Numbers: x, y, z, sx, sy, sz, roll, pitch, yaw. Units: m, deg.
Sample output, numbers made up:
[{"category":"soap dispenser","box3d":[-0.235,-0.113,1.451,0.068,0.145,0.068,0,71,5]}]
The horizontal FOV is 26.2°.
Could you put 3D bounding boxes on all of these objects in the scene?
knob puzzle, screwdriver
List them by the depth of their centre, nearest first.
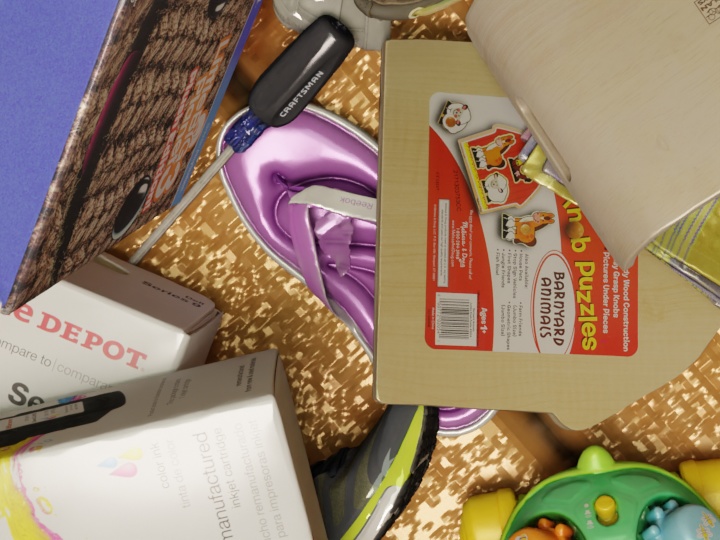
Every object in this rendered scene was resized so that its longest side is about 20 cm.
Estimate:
[{"category":"knob puzzle","box3d":[0.104,-0.020,0.768,0.220,0.030,0.220,1,83,-12]},{"category":"screwdriver","box3d":[-0.075,-0.050,0.769,0.200,0.029,0.028,-45,76,18]}]

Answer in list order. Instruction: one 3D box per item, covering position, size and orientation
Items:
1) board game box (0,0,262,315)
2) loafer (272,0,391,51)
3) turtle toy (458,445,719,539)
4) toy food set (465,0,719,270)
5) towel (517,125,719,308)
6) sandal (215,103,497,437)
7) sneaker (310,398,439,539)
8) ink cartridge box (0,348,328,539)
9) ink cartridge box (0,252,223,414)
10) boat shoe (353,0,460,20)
[{"category":"board game box","box3d":[-0.122,-0.095,0.651,0.097,0.200,0.159,26,110,5]},{"category":"loafer","box3d":[0.016,-0.205,0.754,0.070,0.070,0.200,18,103,-3]},{"category":"turtle toy","box3d":[0.131,0.184,0.758,0.146,0.101,0.200,-10,94,5]},{"category":"toy food set","box3d":[0.164,-0.111,0.703,0.200,0.060,0.144,-34,73,13]},{"category":"towel","box3d":[0.185,-0.091,0.753,0.144,0.023,0.200,36,87,-6]},{"category":"sandal","box3d":[0.006,-0.005,0.776,0.082,0.050,0.203,-40,91,6]},{"category":"sneaker","box3d":[-0.037,0.127,0.774,0.081,0.074,0.200,41,103,6]},{"category":"ink cartridge box","box3d":[-0.116,0.134,0.690,0.200,0.083,0.146,-14,101,1]},{"category":"ink cartridge box","box3d":[-0.174,0.085,0.774,0.145,0.088,0.200,23,99,2]},{"category":"boat shoe","box3d":[0.061,-0.179,0.712,0.072,0.202,0.060,38,139,12]}]
